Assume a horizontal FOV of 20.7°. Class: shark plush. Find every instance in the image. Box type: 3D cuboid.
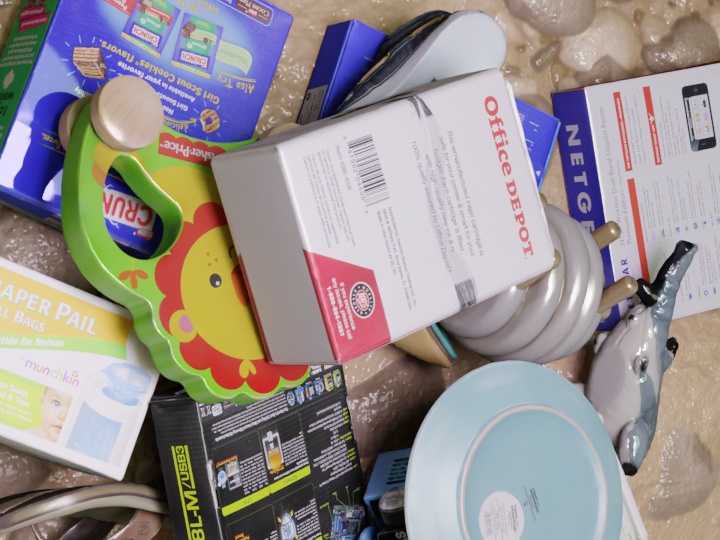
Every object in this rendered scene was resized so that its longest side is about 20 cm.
[{"bbox_3d":[0.218,0.068,1.563,0.083,0.091,0.201,-4,106,-43],"label":"shark plush"}]

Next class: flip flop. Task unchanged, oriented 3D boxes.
[{"bbox_3d":[-0.172,0.176,1.342,0.200,0.081,0.058,10,74,-50],"label":"flip flop"}]

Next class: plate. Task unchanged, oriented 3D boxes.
[{"bbox_3d":[0.118,0.164,1.402,0.200,0.026,0.201,4,83,-35],"label":"plate"}]

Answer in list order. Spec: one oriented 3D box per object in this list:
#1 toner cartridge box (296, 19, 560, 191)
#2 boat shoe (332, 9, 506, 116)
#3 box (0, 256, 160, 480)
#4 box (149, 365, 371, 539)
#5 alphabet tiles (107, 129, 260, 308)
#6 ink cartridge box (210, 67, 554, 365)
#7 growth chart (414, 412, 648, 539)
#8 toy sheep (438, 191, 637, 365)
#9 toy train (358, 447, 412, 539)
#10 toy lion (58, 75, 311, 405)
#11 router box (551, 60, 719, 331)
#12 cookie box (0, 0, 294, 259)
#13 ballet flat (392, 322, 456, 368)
[{"bbox_3d":[0.052,-0.108,1.507,0.200,0.043,0.095,23,80,-26],"label":"toner cartridge box"},{"bbox_3d":[0.018,-0.110,1.422,0.200,0.091,0.071,-43,109,-7],"label":"boat shoe"},{"bbox_3d":[-0.244,0.053,1.309,0.200,0.101,0.113,24,79,-27],"label":"box"},{"bbox_3d":[-0.062,0.160,1.389,0.200,0.047,0.194,-21,104,-60],"label":"box"},{"bbox_3d":[-0.137,-0.057,1.424,0.167,0.008,0.200,-39,108,-24],"label":"alphabet tiles"},{"bbox_3d":[0.019,-0.037,1.303,0.200,0.084,0.145,-22,101,-35],"label":"ink cartridge box"},{"bbox_3d":[0.129,0.183,1.432,0.200,0.018,0.145,-23,99,-35],"label":"growth chart"},{"bbox_3d":[0.126,0.010,1.476,0.200,0.138,0.138,22,79,-40],"label":"toy sheep"},{"bbox_3d":[0.063,0.229,1.472,0.114,0.086,0.200,-66,139,-55],"label":"toy train"},{"bbox_3d":[-0.105,-0.011,1.294,0.200,0.069,0.192,15,71,-33],"label":"toy lion"},{"bbox_3d":[0.256,-0.064,1.615,0.179,0.049,0.201,-11,95,-28],"label":"router box"},{"bbox_3d":[-0.162,-0.119,1.363,0.171,0.075,0.200,25,78,-28],"label":"cookie box"},{"bbox_3d":[0.000,0.000,1.476,0.063,0.069,0.200,-30,105,3],"label":"ballet flat"}]
